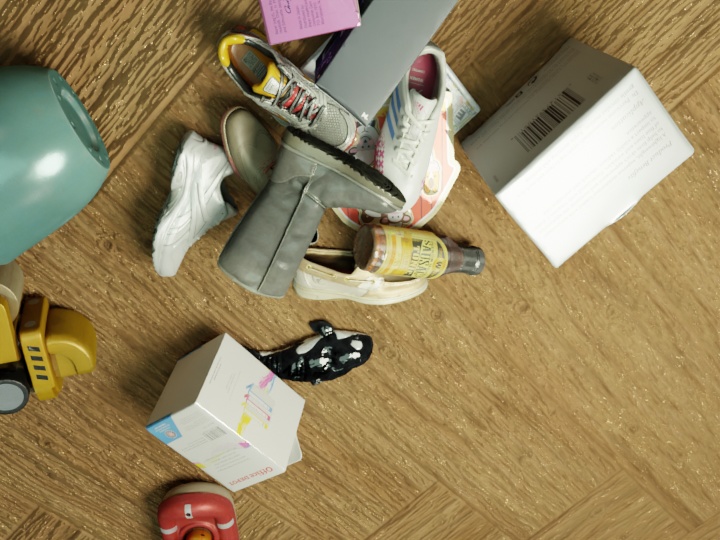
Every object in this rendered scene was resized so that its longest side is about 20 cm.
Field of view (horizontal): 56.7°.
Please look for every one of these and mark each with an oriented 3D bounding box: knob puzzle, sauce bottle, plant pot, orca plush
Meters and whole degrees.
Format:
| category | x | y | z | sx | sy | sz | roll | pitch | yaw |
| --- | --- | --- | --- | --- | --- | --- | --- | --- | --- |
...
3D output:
| category | x | y | z | sx | sy | sz | roll | pitch | yaw |
| --- | --- | --- | --- | --- | --- | --- | --- | --- | --- |
| knob puzzle | 0.038 | -0.122 | 0.873 | 0.212 | 0.031 | 0.225 | -3 | 118 | -5 |
| sauce bottle | 0.086 | -0.023 | 0.906 | 0.195 | 0.066 | 0.067 | 3 | 120 | -30 |
| plant pot | -0.388 | -0.135 | 0.762 | 0.158 | 0.201 | 0.204 | -27 | 118 | -4 |
| orca plush | -0.076 | 0.136 | 0.998 | 0.194 | 0.072 | 0.108 | 6 | 117 | -9 |

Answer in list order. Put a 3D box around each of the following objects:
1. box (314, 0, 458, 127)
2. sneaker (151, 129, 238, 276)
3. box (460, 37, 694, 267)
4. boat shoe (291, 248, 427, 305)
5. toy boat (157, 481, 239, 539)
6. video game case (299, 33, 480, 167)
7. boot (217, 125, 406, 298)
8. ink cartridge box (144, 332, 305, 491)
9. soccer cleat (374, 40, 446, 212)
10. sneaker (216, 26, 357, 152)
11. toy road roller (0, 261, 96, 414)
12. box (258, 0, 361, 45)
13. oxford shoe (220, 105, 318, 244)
| category | x | y | z | sx | sy | sz | roll | pitch | yaw |
| --- | --- | --- | --- | --- | --- | --- | --- | --- | --- |
| box | 0.033 | -0.277 | 0.731 | 0.078 | 0.142 | 0.201 | 32 | 110 | -20 |
| sneaker | -0.213 | -0.073 | 0.875 | 0.097 | 0.079 | 0.204 | 16 | 116 | -18 |
| box | 0.249 | -0.149 | 0.812 | 0.198 | 0.201 | 0.130 | -42 | 113 | 15 |
| boat shoe | 0.000 | 0.000 | 0.934 | 0.193 | 0.075 | 0.071 | -1 | 124 | -4 |
| toy boat | -0.272 | 0.457 | 1.110 | 0.126 | 0.132 | 0.205 | -5 | 118 | -4 |
| video game case | 0.027 | -0.219 | 0.852 | 0.181 | 0.023 | 0.200 | -40 | 115 | 14 |
| boot | -0.062 | -0.048 | 0.807 | 0.178 | 0.073 | 0.204 | 27 | 108 | -3 |
| ink cartridge box | -0.184 | 0.218 | 0.981 | 0.127 | 0.127 | 0.200 | -27 | 121 | 33 |
| soccer cleat | 0.059 | -0.169 | 0.793 | 0.068 | 0.086 | 0.206 | 7 | 102 | -9 |
| sneaker | -0.091 | -0.206 | 0.788 | 0.198 | 0.082 | 0.079 | 36 | 107 | -6 |
| toy road roller | -0.443 | 0.081 | 0.909 | 0.142 | 0.123 | 0.205 | -10 | 120 | -17 |
| box | -0.066 | -0.347 | 0.675 | 0.094 | 0.202 | 0.180 | -10 | 119 | 1 |
| oxford shoe | -0.106 | -0.119 | 0.850 | 0.070 | 0.074 | 0.202 | -44 | 125 | -20 |
